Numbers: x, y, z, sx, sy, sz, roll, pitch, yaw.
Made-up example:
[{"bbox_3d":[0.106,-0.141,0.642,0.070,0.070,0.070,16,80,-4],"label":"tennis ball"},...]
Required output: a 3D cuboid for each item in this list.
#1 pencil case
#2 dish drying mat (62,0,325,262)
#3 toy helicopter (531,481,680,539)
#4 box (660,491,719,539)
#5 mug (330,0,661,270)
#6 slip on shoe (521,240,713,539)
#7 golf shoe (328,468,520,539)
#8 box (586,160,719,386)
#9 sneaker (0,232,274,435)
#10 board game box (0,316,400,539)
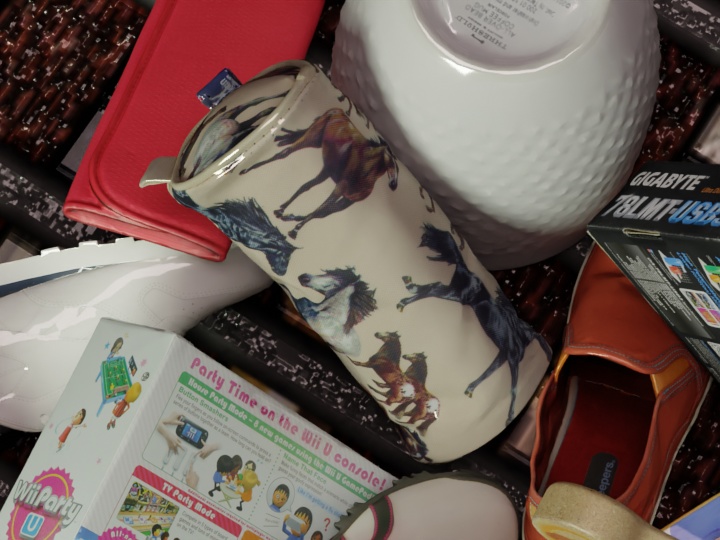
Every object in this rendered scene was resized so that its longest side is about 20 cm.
[{"bbox_3d":[0.000,0.000,1.021,0.200,0.089,0.078,49,39,-26],"label":"pencil case"},{"bbox_3d":[-0.069,-0.091,1.088,0.077,0.018,0.200,17,51,3],"label":"dish drying mat"},{"bbox_3d":[0.163,0.139,0.954,0.200,0.132,0.079,27,76,0],"label":"toy helicopter"},{"bbox_3d":[0.132,0.184,1.037,0.200,0.041,0.119,-31,76,-11],"label":"box"},{"bbox_3d":[0.042,-0.112,1.052,0.148,0.175,0.200,-42,78,-11],"label":"mug"},{"bbox_3d":[0.117,0.044,1.053,0.074,0.061,0.200,11,60,17],"label":"slip on shoe"},{"bbox_3d":[0.007,0.150,0.977,0.200,0.088,0.077,-31,111,-34],"label":"golf shoe"},{"bbox_3d":[0.205,0.043,0.962,0.050,0.198,0.200,-45,106,-12],"label":"box"},{"bbox_3d":[-0.128,0.029,1.073,0.200,0.076,0.081,-15,86,0],"label":"sneaker"},{"bbox_3d":[-0.086,0.143,0.997,0.147,0.064,0.200,36,73,-34],"label":"board game box"}]
